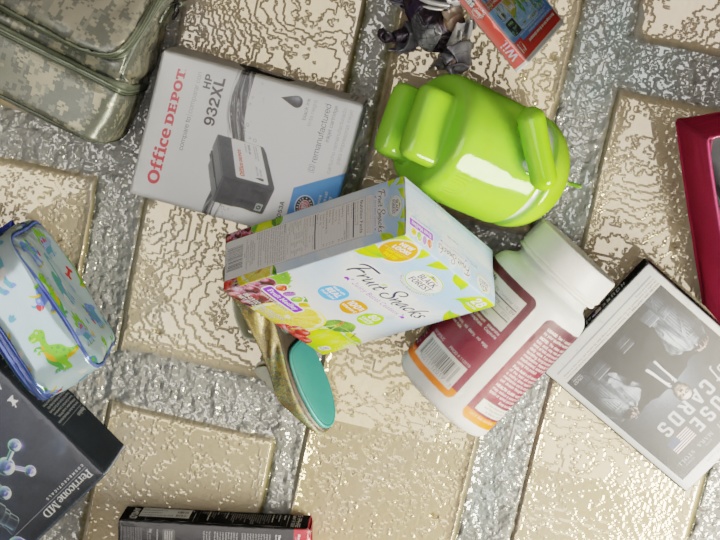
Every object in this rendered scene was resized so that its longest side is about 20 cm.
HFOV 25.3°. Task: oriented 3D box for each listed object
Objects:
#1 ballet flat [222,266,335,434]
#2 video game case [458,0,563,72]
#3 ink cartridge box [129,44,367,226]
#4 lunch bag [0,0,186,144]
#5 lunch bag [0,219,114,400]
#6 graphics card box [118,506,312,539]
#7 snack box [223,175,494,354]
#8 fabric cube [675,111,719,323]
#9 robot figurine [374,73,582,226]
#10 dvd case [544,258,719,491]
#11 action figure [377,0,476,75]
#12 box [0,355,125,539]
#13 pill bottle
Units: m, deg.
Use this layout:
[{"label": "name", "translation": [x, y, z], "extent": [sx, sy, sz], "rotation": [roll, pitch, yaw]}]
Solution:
[{"label": "ballet flat", "translation": [-0.085, 0.073, 1.602], "extent": [0.070, 0.071, 0.201], "rotation": [-20, 99, 6]}, {"label": "video game case", "translation": [0.106, -0.285, 1.488], "extent": [0.017, 0.143, 0.200], "rotation": [-37, 96, 31]}, {"label": "ink cartridge box", "translation": [-0.108, -0.121, 1.554], "extent": [0.199, 0.084, 0.146], "rotation": [16, 100, 1]}, {"label": "lunch bag", "translation": [-0.284, -0.235, 1.516], "extent": [0.200, 0.139, 0.168], "rotation": [28, 98, 1]}, {"label": "lunch bag", "translation": [-0.310, 0.033, 1.533], "extent": [0.082, 0.200, 0.161], "rotation": [-31, 98, 1]}, {"label": "graphics card box", "translation": [-0.149, 0.312, 1.648], "extent": [0.199, 0.051, 0.126], "rotation": [2, 100, 2]}, {"label": "snack box", "translation": [0.000, 0.000, 1.498], "extent": [0.200, 0.169, 0.068], "rotation": [-19, 57, 28]}, {"label": "fabric cube", "translation": [0.413, -0.055, 1.480], "extent": [0.199, 0.199, 0.197], "rotation": [-11, 98, 5]}, {"label": "robot figurine", "translation": [0.112, -0.110, 1.503], "extent": [0.200, 0.175, 0.116], "rotation": [21, 84, -32]}, {"label": "dvd case", "translation": [0.302, 0.105, 1.584], "extent": [0.200, 0.025, 0.150], "rotation": [40, 102, -12]}, {"label": "action figure", "translation": [0.045, -0.261, 1.513], "extent": [0.069, 0.130, 0.200], "rotation": [-29, 82, -29]}, {"label": "box", "translation": [-0.364, 0.169, 1.606], "extent": [0.148, 0.107, 0.200], "rotation": [-44, 96, 8]}, {"label": "pill bottle", "translation": [0.144, 0.053, 1.555], "extent": [0.114, 0.114, 0.200], "rotation": [42, 99, -4]}]
